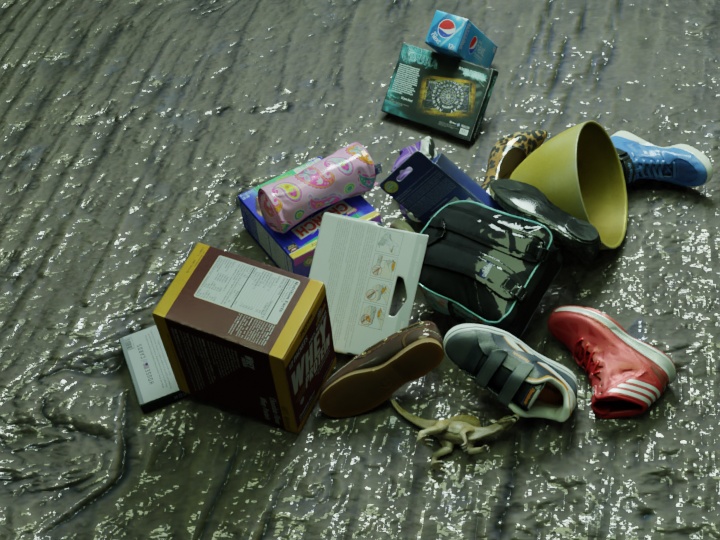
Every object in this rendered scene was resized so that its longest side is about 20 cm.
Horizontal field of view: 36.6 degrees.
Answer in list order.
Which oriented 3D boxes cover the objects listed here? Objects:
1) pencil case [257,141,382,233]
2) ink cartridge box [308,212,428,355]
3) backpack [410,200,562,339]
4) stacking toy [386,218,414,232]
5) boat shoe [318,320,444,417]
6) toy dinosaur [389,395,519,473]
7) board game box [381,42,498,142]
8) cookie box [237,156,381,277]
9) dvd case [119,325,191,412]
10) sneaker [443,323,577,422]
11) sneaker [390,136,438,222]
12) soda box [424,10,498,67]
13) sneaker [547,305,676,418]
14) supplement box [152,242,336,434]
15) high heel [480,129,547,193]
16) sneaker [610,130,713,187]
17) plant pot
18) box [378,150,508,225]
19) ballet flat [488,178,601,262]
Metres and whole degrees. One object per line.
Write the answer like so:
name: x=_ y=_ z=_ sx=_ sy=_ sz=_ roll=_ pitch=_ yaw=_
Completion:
pencil case: x=-0.066 y=-0.133 z=1.746 sx=0.199 sy=0.088 sz=0.087 roll=-27 pitch=46 yaw=-19
ink cartridge box: x=0.006 y=0.028 z=1.619 sx=0.172 sy=0.044 sz=0.202 roll=13 pitch=88 yaw=20
backpack: x=0.179 y=-0.001 z=1.602 sx=0.199 sy=0.153 sz=0.177 roll=25 pitch=78 yaw=26
stacking toy: x=0.000 y=0.000 z=1.709 sx=0.199 sy=0.086 sz=0.085 roll=-30 pitch=47 yaw=-15
boat shoe: x=0.029 y=0.139 z=1.544 sx=0.199 sy=0.071 sz=0.071 roll=-27 pitch=31 yaw=10
toy dinosaur: x=0.117 y=0.222 z=1.485 sx=0.198 sy=0.059 sz=0.101 roll=4 pitch=28 yaw=26
board game box: x=0.143 y=-0.328 z=1.993 sx=0.199 sy=0.136 sz=0.028 roll=24 pitch=9 yaw=30
cookie box: x=-0.083 y=-0.083 z=1.810 sx=0.170 sy=0.076 sz=0.200 roll=-27 pitch=47 yaw=-18
dvd case: x=-0.258 y=0.125 z=1.665 sx=0.199 sy=0.025 sz=0.151 roll=-20 pitch=45 yaw=-10
sneaker: x=0.205 y=0.140 z=1.473 sx=0.199 sy=0.079 sz=0.080 roll=23 pitch=29 yaw=-3
sneaker: x=0.088 y=-0.148 z=1.863 sx=0.083 sy=0.081 sz=0.201 roll=-14 pitch=34 yaw=20
soda box: x=0.190 y=-0.420 z=2.023 sx=0.067 sy=0.200 sz=0.065 roll=23 pitch=95 yaw=23
sneaker: x=0.326 y=0.129 z=1.513 sx=0.199 sy=0.079 sz=0.115 roll=25 pitch=52 yaw=33
supplement box: x=-0.156 y=0.097 z=1.525 sx=0.199 sy=0.198 sz=0.133 roll=17 pitch=55 yaw=17
high heel: x=0.254 y=-0.153 z=1.815 sx=0.199 sy=0.072 sz=0.143 roll=-34 pitch=39 yaw=-1
sneaker: x=0.468 y=-0.166 z=1.788 sx=0.111 sy=0.077 sz=0.199 roll=-34 pitch=44 yaw=-31
plant pot: x=0.318 y=-0.121 z=1.714 sx=0.141 sy=0.201 sz=0.201 roll=-11 pitch=38 yaw=34
box: x=0.136 y=-0.104 z=1.683 sx=0.200 sy=0.121 sz=0.033 roll=38 pitch=51 yaw=-12
ballet flat: x=0.267 y=-0.075 z=1.613 sx=0.066 sy=0.057 sz=0.200 roll=-35 pitch=57 yaw=-30
